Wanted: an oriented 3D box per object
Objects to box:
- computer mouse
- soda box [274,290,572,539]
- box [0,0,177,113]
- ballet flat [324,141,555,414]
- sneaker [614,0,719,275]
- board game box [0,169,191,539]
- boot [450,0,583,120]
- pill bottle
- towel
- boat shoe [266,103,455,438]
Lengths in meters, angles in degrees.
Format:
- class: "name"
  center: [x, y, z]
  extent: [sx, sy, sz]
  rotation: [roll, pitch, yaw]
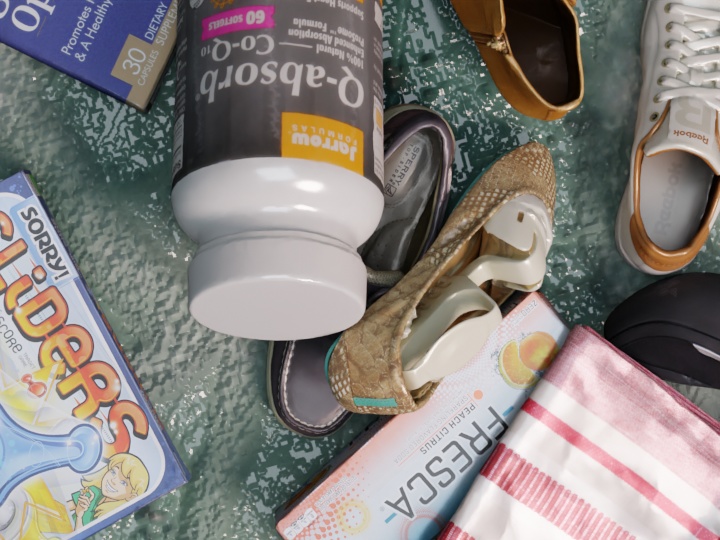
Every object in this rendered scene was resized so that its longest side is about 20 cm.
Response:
- class: "computer mouse"
  center: [0.245, 0.024, 1.201]
  extent: [0.199, 0.140, 0.046]
  rotation: [19, 131, 27]
- class: "soda box"
  center: [0.045, 0.099, 1.212]
  extent: [0.200, 0.064, 0.068]
  rotation: [-42, 93, 0]
- class: "box"
  center: [-0.186, -0.187, 1.215]
  extent: [0.199, 0.032, 0.122]
  rotation: [25, 91, -1]
- class: "ballet flat"
  center: [0.063, 0.009, 1.178]
  extent: [0.200, 0.065, 0.071]
  rotation: [-50, 132, -23]
- class: "sneaker"
  center: [0.191, -0.096, 1.203]
  extent: [0.072, 0.085, 0.202]
  rotation: [9, 90, 0]
- class: "board game box"
  center: [-0.201, 0.063, 1.219]
  extent: [0.135, 0.034, 0.201]
  rotation: [-29, 92, -1]
- class: "boot"
  center: [0.073, -0.178, 1.166]
  extent: [0.070, 0.144, 0.203]
  rotation: [-24, 92, -2]
- class: "pill bottle"
  center: [-0.044, -0.073, 1.150]
  extent: [0.115, 0.117, 0.202]
  rotation: [0, 69, -2]
- class: "towel"
  center: [0.121, 0.151, 1.175]
  extent: [0.144, 0.023, 0.201]
  rotation: [35, 85, -14]
- class: "boat shoe"
  center: [0.000, 0.000, 1.208]
  extent: [0.071, 0.065, 0.201]
  rotation: [25, 91, -2]
